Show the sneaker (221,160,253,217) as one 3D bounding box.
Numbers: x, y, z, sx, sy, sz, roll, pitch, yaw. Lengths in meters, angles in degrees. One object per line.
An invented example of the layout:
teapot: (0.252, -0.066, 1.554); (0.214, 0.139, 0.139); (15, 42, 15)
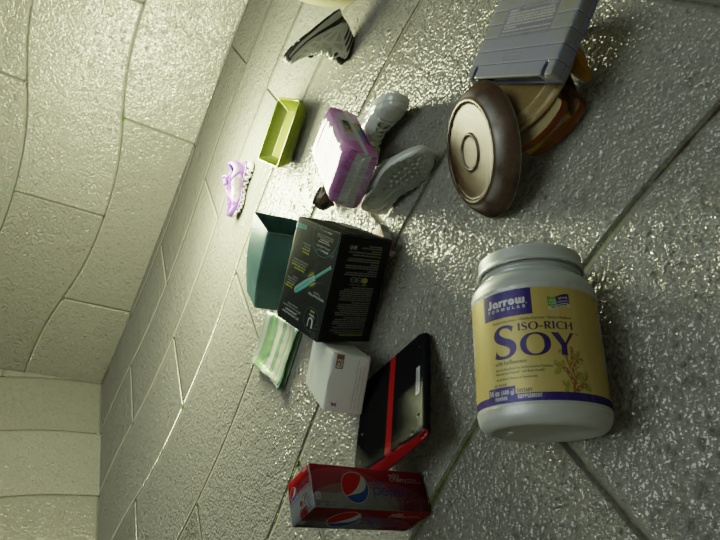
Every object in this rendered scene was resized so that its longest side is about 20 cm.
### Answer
sneaker: (-0.426, -0.279, 1.987); (0.080, 0.088, 0.202); (13, 88, 59)

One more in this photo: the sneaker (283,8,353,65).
sneaker: (-0.094, -0.559, 1.510); (0.200, 0.116, 0.076); (-43, 22, -13)

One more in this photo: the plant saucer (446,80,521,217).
plant saucer: (0.174, -0.178, 0.886); (0.200, 0.032, 0.202); (172, 90, -75)

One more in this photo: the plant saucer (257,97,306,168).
plant saucer: (-0.223, -0.400, 1.742); (0.200, 0.048, 0.201); (33, 105, 59)

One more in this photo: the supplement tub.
supplement tub: (0.202, 0.085, 0.683); (0.145, 0.145, 0.201); (-31, 51, 50)

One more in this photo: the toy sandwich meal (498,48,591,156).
toy sandwich meal: (0.253, -0.268, 0.858); (0.205, 0.070, 0.206); (-43, 37, 44)

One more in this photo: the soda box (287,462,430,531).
soda box: (0.000, 0.326, 0.850); (0.070, 0.199, 0.064); (-50, 38, 33)

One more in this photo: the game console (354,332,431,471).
game console: (0.055, 0.215, 0.938); (0.177, 0.031, 0.201); (-46, 22, 33)

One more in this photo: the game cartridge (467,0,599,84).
game cartridge: (0.233, -0.320, 0.816); (0.130, 0.038, 0.200); (-64, 26, 5)

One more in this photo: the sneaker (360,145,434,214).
sneaker: (0.065, -0.187, 1.131); (0.200, 0.076, 0.081); (-34, 38, 46)

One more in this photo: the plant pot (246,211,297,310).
plant pot: (-0.196, -0.012, 1.423); (0.141, 0.140, 0.201); (46, 122, 57)

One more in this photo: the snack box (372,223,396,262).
snack box: (0.000, 0.000, 1.188); (0.200, 0.024, 0.072); (-50, 40, 35)

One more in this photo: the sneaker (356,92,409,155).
sneaker: (0.037, -0.278, 1.227); (0.200, 0.073, 0.117); (158, 121, -65)

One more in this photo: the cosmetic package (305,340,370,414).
cosmetic package: (-0.044, 0.183, 1.072); (0.200, 0.073, 0.103); (-164, 85, -75)

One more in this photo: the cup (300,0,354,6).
cup: (-0.073, -0.790, 1.586); (0.200, 0.142, 0.202); (-33, 50, 49)

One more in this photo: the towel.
towel: (-0.209, 0.190, 1.452); (0.200, 0.023, 0.154); (20, 92, 61)

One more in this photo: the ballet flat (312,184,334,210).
ballet flat: (-0.047, -0.224, 1.363); (0.046, 0.067, 0.201); (34, 108, 12)

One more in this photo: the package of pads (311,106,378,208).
package of pads: (-0.035, -0.227, 1.185); (0.121, 0.075, 0.201); (-63, 30, 30)

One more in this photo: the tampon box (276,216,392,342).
tampon box: (-0.051, 0.017, 1.121); (0.150, 0.126, 0.202); (25, 105, 48)
